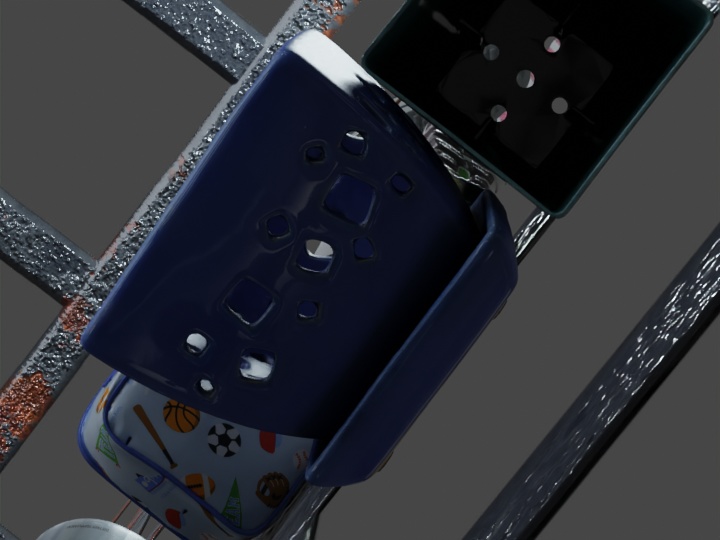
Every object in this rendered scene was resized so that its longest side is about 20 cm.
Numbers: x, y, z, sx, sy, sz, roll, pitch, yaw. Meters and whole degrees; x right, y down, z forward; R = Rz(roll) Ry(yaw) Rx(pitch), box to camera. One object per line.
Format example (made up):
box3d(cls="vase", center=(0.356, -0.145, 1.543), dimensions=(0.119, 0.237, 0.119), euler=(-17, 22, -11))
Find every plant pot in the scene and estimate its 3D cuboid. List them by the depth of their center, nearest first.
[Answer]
box3d(cls="plant pot", center=(-0.021, -0.003, 1.126), dimensions=(0.200, 0.180, 0.200), euler=(-54, 3, 9))
box3d(cls="plant pot", center=(0.102, -0.123, 1.176), dimensions=(0.141, 0.141, 0.200), euler=(-52, -3, 2))

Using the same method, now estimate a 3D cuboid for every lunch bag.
box3d(cls="lunch bag", center=(-0.093, 0.082, 1.371), dimensions=(0.200, 0.160, 0.076), euler=(-56, 6, -33))

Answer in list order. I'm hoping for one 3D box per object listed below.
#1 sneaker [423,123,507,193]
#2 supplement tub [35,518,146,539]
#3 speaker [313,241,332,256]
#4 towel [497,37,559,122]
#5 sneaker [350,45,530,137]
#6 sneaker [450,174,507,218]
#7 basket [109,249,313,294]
box3d(cls="sneaker", center=(0.050, -0.042, 1.474), dimensions=(0.116, 0.076, 0.200), euler=(-54, 3, 30))
box3d(cls="supplement tub", center=(-0.203, 0.263, 1.323), dimensions=(0.123, 0.122, 0.200), euler=(-50, 5, 25))
box3d(cls="speaker", center=(0.000, 0.000, 1.624), dimensions=(0.081, 0.081, 0.200), euler=(-51, 3, 15))
box3d(cls="towel", center=(0.177, -0.192, 1.647), dimensions=(0.200, 0.030, 0.146), euler=(-51, 5, 13))
box3d(cls="sneaker", center=(0.057, -0.119, 1.635), dimensions=(0.200, 0.079, 0.079), euler=(-36, 13, 11))
box3d(cls="sneaker", center=(0.031, 0.019, 1.268), dimensions=(0.200, 0.077, 0.089), euler=(-56, 13, 46))
box3d(cls="basket", center=(-0.119, 0.028, 1.942), dimensions=(0.123, 0.200, 0.136), euler=(-44, 8, 34))
